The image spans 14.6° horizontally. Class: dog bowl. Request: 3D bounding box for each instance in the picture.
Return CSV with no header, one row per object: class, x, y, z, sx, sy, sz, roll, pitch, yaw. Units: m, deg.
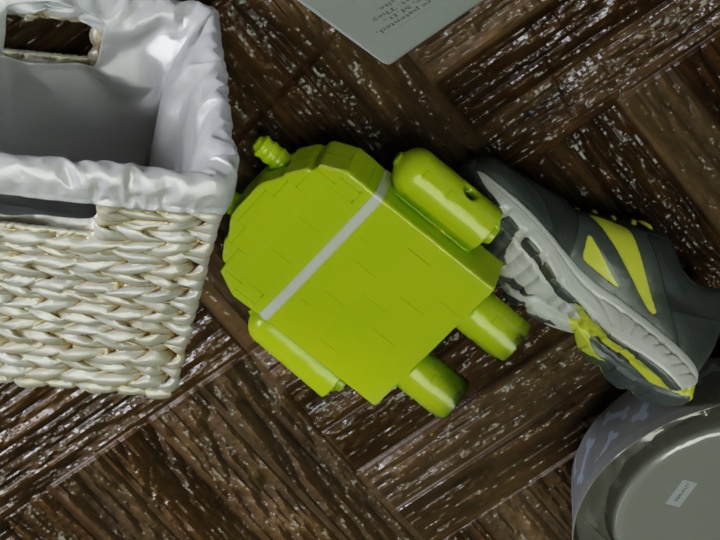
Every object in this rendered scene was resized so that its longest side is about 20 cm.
dog bowl,0.225,0.138,1.802,0.199,0.059,0.201,-7,130,-8

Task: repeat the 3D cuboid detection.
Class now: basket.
basket,-0.179,-0.047,1.571,0.197,0.200,0.161,5,123,-10

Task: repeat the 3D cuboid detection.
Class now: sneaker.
sneaker,0.140,-0.005,1.720,0.200,0.085,0.074,44,152,-11

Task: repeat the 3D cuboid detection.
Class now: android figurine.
android figurine,0.000,0.000,1.690,0.200,0.041,0.182,38,124,-7

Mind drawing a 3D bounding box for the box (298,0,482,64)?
box,0.026,-0.251,1.454,0.200,0.199,0.131,-33,158,12
